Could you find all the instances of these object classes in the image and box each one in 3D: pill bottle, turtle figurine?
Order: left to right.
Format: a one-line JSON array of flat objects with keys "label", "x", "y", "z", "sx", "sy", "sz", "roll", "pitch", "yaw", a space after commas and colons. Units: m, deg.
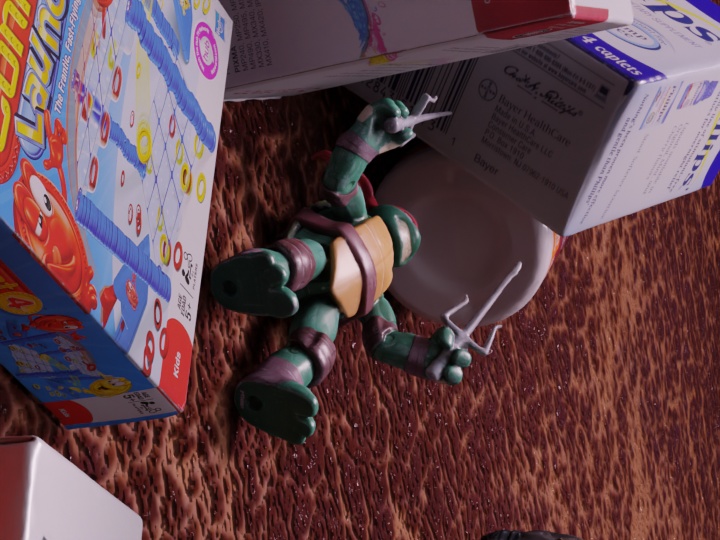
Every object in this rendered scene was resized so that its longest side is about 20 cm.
[{"label": "turtle figurine", "x": 0.000, "y": 0.000, "z": 1.077, "sx": 0.200, "sy": 0.100, "sz": 0.150, "roll": -39, "pitch": 106, "yaw": -50}, {"label": "pill bottle", "x": 0.083, "y": -0.051, "z": 1.304, "sx": 0.200, "sy": 0.113, "sz": 0.115, "roll": -52, "pitch": 132, "yaw": -63}]

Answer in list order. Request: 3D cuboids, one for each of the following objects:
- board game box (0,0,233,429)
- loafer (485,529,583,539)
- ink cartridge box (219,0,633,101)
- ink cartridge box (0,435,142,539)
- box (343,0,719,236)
[{"label": "board game box", "x": -0.122, "y": -0.071, "z": 0.815, "sx": 0.196, "sy": 0.055, "sz": 0.201, "roll": 55, "pitch": 34, "yaw": -54}, {"label": "loafer", "x": 0.147, "y": 0.225, "z": 1.458, "sx": 0.200, "sy": 0.072, "sz": 0.073, "roll": 36, "pitch": 49, "yaw": -66}, {"label": "ink cartridge box", "x": 0.020, "y": -0.143, "z": 1.031, "sx": 0.146, "sy": 0.199, "sz": 0.083, "roll": -18, "pitch": 98, "yaw": -71}, {"label": "ink cartridge box", "x": -0.137, "y": 0.152, "z": 0.718, "sx": 0.174, "sy": 0.043, "sz": 0.201, "roll": 53, "pitch": 36, "yaw": -58}, {"label": "box", "x": 0.115, "y": -0.124, "z": 1.218, "sx": 0.200, "sy": 0.184, "sz": 0.105, "roll": -18, "pitch": 138, "yaw": -55}]
